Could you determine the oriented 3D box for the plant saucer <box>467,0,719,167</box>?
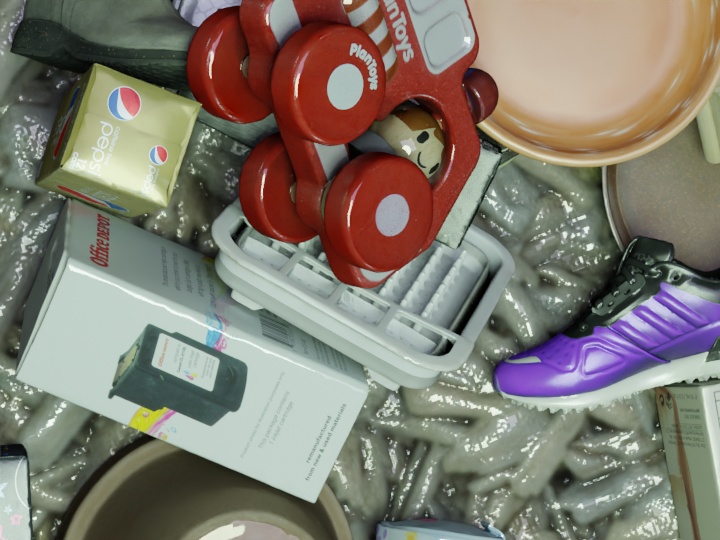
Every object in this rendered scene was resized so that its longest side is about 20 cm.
[{"bbox_3d":[0.136,-0.164,1.371,0.198,0.037,0.202,0,86,-4],"label":"plant saucer"}]

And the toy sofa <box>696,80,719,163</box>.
[{"bbox_3d":[0.304,-0.153,1.439,0.200,0.098,0.083,-39,141,-12],"label":"toy sofa"}]

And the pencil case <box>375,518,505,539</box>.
[{"bbox_3d":[0.043,0.260,1.396,0.090,0.083,0.202,6,86,4],"label":"pencil case"}]

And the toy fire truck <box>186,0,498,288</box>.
[{"bbox_3d":[0.009,-0.101,1.249,0.167,0.112,0.201,-36,120,-26],"label":"toy fire truck"}]

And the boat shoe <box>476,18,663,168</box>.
[{"bbox_3d":[0.109,-0.119,1.417,0.199,0.066,0.072,-25,82,-3],"label":"boat shoe"}]

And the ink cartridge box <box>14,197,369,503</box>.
[{"bbox_3d":[-0.106,0.046,1.328,0.199,0.146,0.083,24,103,-12],"label":"ink cartridge box"}]

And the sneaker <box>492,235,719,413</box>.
[{"bbox_3d":[0.178,0.028,1.424,0.198,0.070,0.100,-13,100,1],"label":"sneaker"}]

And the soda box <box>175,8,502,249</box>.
[{"bbox_3d":[-0.013,-0.089,1.350,0.199,0.063,0.071,27,98,-1],"label":"soda box"}]

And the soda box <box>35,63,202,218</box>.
[{"bbox_3d":[-0.148,-0.074,1.299,0.067,0.200,0.065,19,86,-12],"label":"soda box"}]

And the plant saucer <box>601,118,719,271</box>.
[{"bbox_3d":[0.254,-0.063,1.482,0.198,0.034,0.202,0,89,-13],"label":"plant saucer"}]

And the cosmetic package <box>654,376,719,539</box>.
[{"bbox_3d":[0.272,0.166,1.452,0.102,0.087,0.202,-9,90,-15],"label":"cosmetic package"}]

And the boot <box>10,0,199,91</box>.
[{"bbox_3d":[-0.137,-0.184,1.317,0.067,0.199,0.132,15,89,-47],"label":"boot"}]

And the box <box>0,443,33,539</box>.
[{"bbox_3d":[-0.252,0.211,1.303,0.114,0.132,0.202,-2,89,-10],"label":"box"}]

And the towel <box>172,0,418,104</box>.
[{"bbox_3d":[-0.018,-0.195,1.398,0.189,0.032,0.202,16,88,-1],"label":"towel"}]

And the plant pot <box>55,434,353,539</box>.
[{"bbox_3d":[-0.082,0.196,1.323,0.198,0.174,0.202,0,88,-15],"label":"plant pot"}]

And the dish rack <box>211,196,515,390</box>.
[{"bbox_3d":[0.000,0.000,1.344,0.171,0.200,0.044,29,119,4],"label":"dish rack"}]
